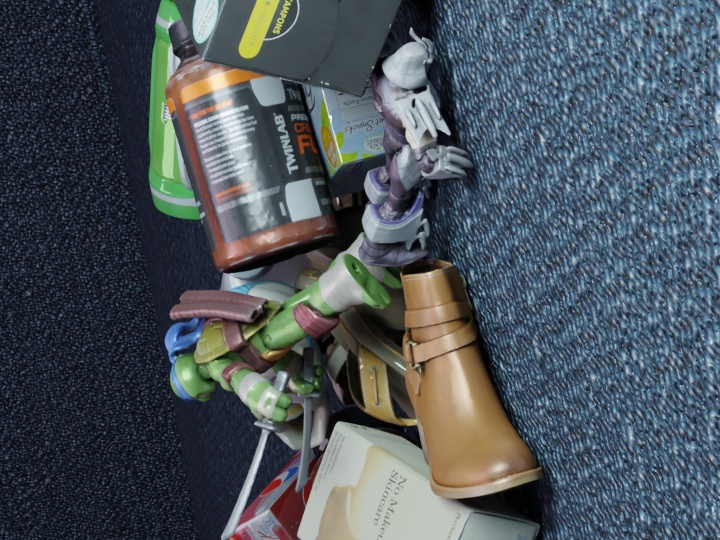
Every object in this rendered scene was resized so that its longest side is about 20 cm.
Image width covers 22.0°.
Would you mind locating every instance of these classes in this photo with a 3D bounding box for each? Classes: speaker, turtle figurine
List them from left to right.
[{"bbox_3d":[-0.151,-0.154,1.705,0.089,0.087,0.202,-126,37,-60],"label":"speaker"},{"bbox_3d":[-0.041,0.078,1.419,0.143,0.194,0.201,20,-144,-55],"label":"turtle figurine"}]

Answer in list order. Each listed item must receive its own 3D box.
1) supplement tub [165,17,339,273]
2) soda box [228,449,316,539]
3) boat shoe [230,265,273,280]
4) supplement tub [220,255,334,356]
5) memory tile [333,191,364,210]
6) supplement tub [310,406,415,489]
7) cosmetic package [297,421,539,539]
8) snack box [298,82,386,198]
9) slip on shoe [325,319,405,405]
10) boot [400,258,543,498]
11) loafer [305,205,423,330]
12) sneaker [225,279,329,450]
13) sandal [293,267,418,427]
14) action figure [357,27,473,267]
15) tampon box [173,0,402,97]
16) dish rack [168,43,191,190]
[{"bbox_3d":[-0.091,-0.106,1.462,0.107,0.106,0.202,151,102,-78],"label":"supplement tub"},{"bbox_3d":[-0.042,0.207,1.711,0.070,0.063,0.200,54,-146,-5],"label":"soda box"},{"bbox_3d":[-0.066,-0.081,1.628,0.091,0.070,0.202,38,-115,-67],"label":"boat shoe"},{"bbox_3d":[-0.072,0.027,1.734,0.200,0.121,0.124,110,144,-71],"label":"supplement tub"},{"bbox_3d":[-0.021,-0.043,1.747,0.154,0.017,0.202,-119,18,-52],"label":"memory tile"},{"bbox_3d":[0.020,0.212,1.602,0.201,0.106,0.108,-117,17,-45],"label":"supplement tub"},{"bbox_3d":[0.040,0.199,1.413,0.199,0.071,0.106,24,96,56],"label":"cosmetic package"},{"bbox_3d":[-0.028,-0.171,1.508,0.169,0.067,0.202,139,115,-76],"label":"snack box"},{"bbox_3d":[0.001,0.065,1.648,0.200,0.075,0.061,89,160,-74],"label":"slip on shoe"},{"bbox_3d":[0.069,0.075,1.340,0.200,0.073,0.157,-157,57,-72],"label":"boot"},{"bbox_3d":[0.000,0.000,1.553,0.200,0.075,0.069,-138,31,-65],"label":"loafer"},{"bbox_3d":[-0.068,0.078,1.552,0.200,0.076,0.081,59,-165,-54],"label":"sneaker"},{"bbox_3d":[0.009,0.083,1.507,0.200,0.054,0.080,46,162,-1],"label":"sandal"},{"bbox_3d":[0.033,-0.096,1.322,0.201,0.069,0.131,97,163,-51],"label":"action figure"},{"bbox_3d":[-0.054,-0.240,1.284,0.151,0.125,0.200,-67,29,24],"label":"tampon box"},{"bbox_3d":[-0.098,-0.180,1.643,0.200,0.043,0.173,-53,-30,-44],"label":"dish rack"}]
